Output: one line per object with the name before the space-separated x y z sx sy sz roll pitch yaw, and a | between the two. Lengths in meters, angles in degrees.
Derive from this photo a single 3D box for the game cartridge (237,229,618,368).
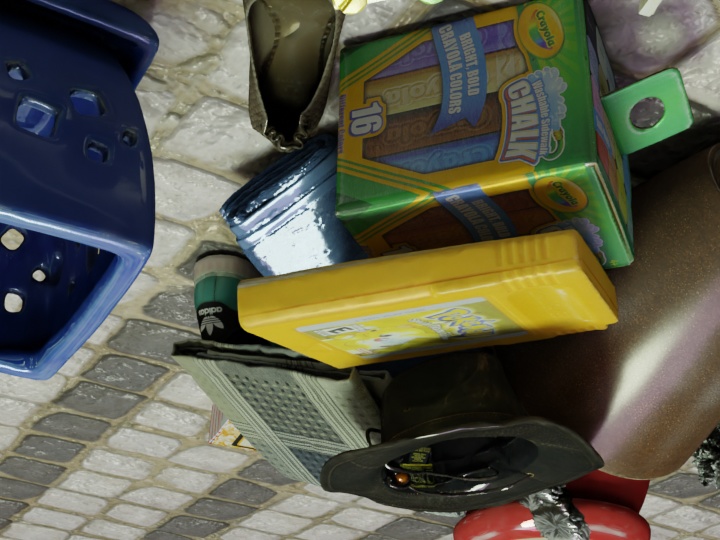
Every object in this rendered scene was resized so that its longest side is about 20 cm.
game cartridge | 0.049 0.023 0.743 0.197 0.033 0.176 -8 165 18

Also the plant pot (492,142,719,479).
plant pot | 0.220 0.013 0.852 0.185 0.189 0.201 15 136 -22

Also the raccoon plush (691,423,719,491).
raccoon plush | 0.290 0.093 0.936 0.096 0.136 0.199 1 -169 -35

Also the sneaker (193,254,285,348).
sneaker | -0.085 0.067 1.044 0.071 0.081 0.200 -11 148 23

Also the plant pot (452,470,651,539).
plant pot | 0.175 0.177 1.122 0.197 0.185 0.201 1 149 0

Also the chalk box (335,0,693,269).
chalk box | 0.098 -0.073 0.737 0.198 0.125 0.125 -10 149 21

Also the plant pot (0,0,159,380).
plant pot | -0.233 -0.069 0.713 0.198 0.182 0.200 17 149 -24

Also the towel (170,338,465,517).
towel | -0.030 0.118 0.959 0.191 0.035 0.201 6 145 38

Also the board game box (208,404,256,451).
board game box | -0.036 0.144 1.214 0.198 0.047 0.152 13 149 -18

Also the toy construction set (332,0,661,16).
toy construction set | 0.087 -0.176 0.589 0.197 0.093 0.132 3 127 -16

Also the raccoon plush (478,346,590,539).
raccoon plush | 0.129 0.116 1.000 0.096 0.134 0.201 -10 121 36

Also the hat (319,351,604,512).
hat | 0.067 0.103 0.828 0.198 0.082 0.201 0 155 0

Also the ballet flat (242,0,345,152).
ballet flat | -0.042 -0.132 0.722 0.066 0.047 0.201 5 151 -5

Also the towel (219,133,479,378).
towel | 0.000 0.000 0.883 0.111 0.049 0.200 -32 114 19
